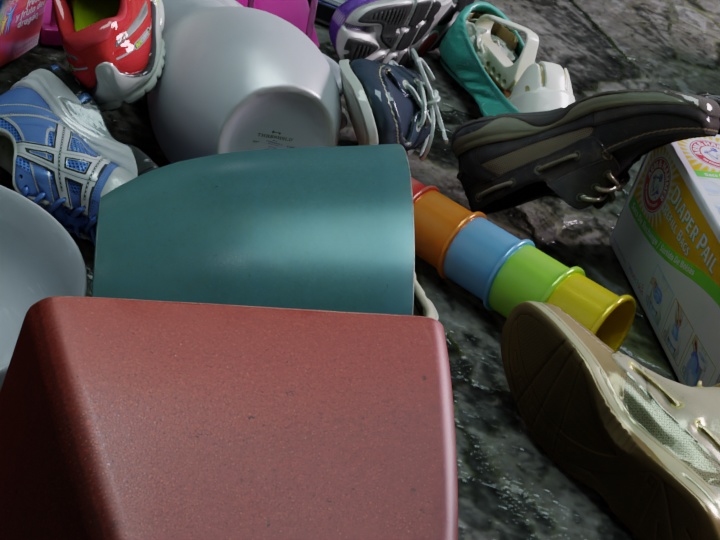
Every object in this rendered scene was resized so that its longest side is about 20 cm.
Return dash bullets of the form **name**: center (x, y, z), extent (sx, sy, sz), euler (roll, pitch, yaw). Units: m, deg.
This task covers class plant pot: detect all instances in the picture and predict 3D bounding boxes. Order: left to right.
- **plant pot**: center (-0.062, 0.146, 0.952), extent (0.200, 0.200, 0.176), euler (3, 46, -24)
- **plant pot**: center (-0.064, 0.028, 1.123), extent (0.161, 0.201, 0.201), euler (3, 34, -6)

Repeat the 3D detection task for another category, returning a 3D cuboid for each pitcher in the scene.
- **pitcher**: center (-0.066, -0.121, 1.412), extent (0.171, 0.121, 0.200), euler (6, 23, -26)

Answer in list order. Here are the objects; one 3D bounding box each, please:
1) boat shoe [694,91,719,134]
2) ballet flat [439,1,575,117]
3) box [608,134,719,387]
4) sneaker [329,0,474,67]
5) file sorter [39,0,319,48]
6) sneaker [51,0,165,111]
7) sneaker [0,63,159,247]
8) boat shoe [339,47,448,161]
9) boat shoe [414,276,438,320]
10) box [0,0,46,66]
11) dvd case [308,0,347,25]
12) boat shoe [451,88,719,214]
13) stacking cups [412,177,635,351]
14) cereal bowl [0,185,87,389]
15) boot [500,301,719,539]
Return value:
- **boat shoe**: center (0.270, -0.098, 1.607), extent (0.067, 0.057, 0.200), euler (22, 32, 3)
- **ballet flat**: center (0.119, -0.138, 1.574), extent (0.067, 0.070, 0.200), euler (-1, 38, -30)
- **box**: center (0.258, 0.003, 1.408), extent (0.112, 0.101, 0.200), euler (8, 34, -19)
- **sneaker**: center (0.018, -0.200, 1.606), extent (0.083, 0.081, 0.200), euler (35, 26, 10)
- **file sorter**: center (-0.129, -0.245, 1.526), extent (0.200, 0.126, 0.139), euler (2, 35, -12)
- **sneaker**: center (-0.165, -0.197, 1.355), extent (0.077, 0.085, 0.200), euler (-18, 51, 7)
- **sneaker**: center (-0.168, -0.043, 1.294), extent (0.077, 0.076, 0.200), euler (-32, 56, -24)
- **boat shoe**: center (0.024, -0.107, 1.412), extent (0.062, 0.075, 0.200), euler (-11, -2, 3)
- **boat shoe**: center (0.000, 0.000, 1.312), extent (0.071, 0.063, 0.200), euler (3, 35, -21)
- **box**: center (-0.296, -0.178, 1.386), extent (0.103, 0.095, 0.200), euler (27, 33, 13)
- **dvd case**: center (-0.083, -0.265, 1.699), extent (0.200, 0.025, 0.150), euler (23, 32, 3)
- **boat shoe**: center (0.155, -0.076, 1.429), extent (0.200, 0.073, 0.074), euler (-9, -7, 37)
- **stacking cups**: center (0.080, -0.003, 1.371), extent (0.200, 0.061, 0.060), euler (30, 33, 24)
- **cereal bowl**: center (-0.246, 0.029, 1.109), extent (0.200, 0.083, 0.200), euler (10, 33, -7)
- **boot**: center (0.193, 0.083, 1.275), extent (0.155, 0.073, 0.200), euler (-16, 50, -38)
